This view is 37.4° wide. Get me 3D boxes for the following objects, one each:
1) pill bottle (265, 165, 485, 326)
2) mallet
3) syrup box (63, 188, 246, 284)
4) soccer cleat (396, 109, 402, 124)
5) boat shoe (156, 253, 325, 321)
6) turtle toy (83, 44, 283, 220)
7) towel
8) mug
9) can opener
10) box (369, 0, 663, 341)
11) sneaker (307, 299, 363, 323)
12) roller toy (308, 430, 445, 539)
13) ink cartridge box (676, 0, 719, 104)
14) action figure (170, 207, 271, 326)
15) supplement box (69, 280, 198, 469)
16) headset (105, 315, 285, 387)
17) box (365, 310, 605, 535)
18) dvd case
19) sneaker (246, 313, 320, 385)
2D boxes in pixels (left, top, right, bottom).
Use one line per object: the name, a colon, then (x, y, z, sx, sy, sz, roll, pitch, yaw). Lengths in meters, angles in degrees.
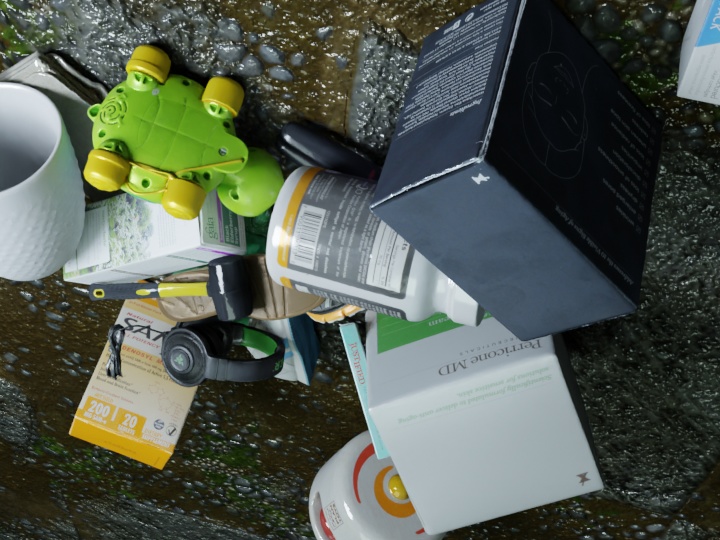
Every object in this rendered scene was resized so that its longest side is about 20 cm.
pill bottle: (0.023, -0.019, 0.972, 0.199, 0.117, 0.117, 15, 146, 13)
mallet: (-0.206, 0.011, 1.130, 0.199, 0.041, 0.066, 5, 107, 22)
syrup box: (-0.224, -0.041, 1.146, 0.199, 0.079, 0.081, -13, 167, 28)
soccer cleat: (0.106, -0.078, 0.995, 0.068, 0.073, 0.200, -19, 132, 42)
boat shoe: (-0.122, 0.014, 1.155, 0.199, 0.064, 0.072, -3, 101, 19)
turtle toy: (-0.167, -0.114, 1.023, 0.199, 0.147, 0.101, 22, 165, -8)
towel: (-0.293, -0.142, 1.112, 0.132, 0.035, 0.200, -14, 136, 38)
mug: (-0.369, -0.090, 1.080, 0.200, 0.147, 0.176, 39, 155, 24)
can opener: (0.005, -0.083, 1.045, 0.200, 0.079, 0.063, 37, 150, -11)
box: (0.135, -0.085, 0.866, 0.124, 0.197, 0.200, -22, 129, 42)
sneaker: (0.000, 0.000, 1.159, 0.199, 0.078, 0.077, -21, 106, 45)
roller toy: (0.030, 0.320, 1.471, 0.182, 0.201, 0.140, 29, 143, -8)
ink cartridge box: (0.346, -0.169, 0.773, 0.199, 0.068, 0.115, 12, 145, 7)
action figure: (-0.144, -0.009, 1.213, 0.118, 0.055, 0.200, 27, 137, -12)
supplement box: (-0.262, 0.126, 1.319, 0.125, 0.201, 0.074, 22, 149, -10)
headset: (-0.186, 0.096, 1.196, 0.199, 0.124, 0.095, 11, 105, 0)
box: (0.126, 0.133, 1.116, 0.198, 0.172, 0.201, -18, 124, 11)
dvd case: (0.007, 0.130, 1.199, 0.022, 0.147, 0.200, -16, 176, -1)
sneaker: (-0.100, 0.072, 1.286, 0.080, 0.077, 0.201, 9, 143, 11)
